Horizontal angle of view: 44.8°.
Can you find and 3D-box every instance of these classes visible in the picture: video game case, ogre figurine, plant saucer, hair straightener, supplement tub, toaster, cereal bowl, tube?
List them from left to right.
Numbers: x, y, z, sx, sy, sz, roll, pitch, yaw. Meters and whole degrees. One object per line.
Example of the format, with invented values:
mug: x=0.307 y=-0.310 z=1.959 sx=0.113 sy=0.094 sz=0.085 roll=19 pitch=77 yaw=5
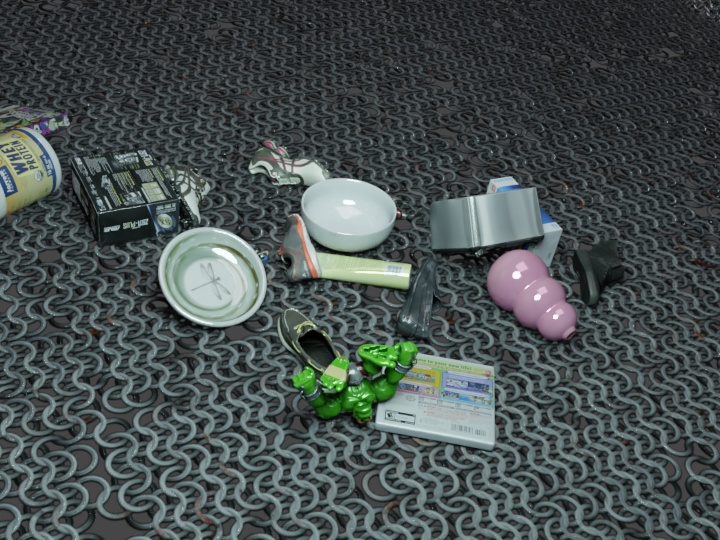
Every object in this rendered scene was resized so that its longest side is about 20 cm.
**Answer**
supplement tub: x=-0.700 y=-0.179 z=1.692 sx=0.144 sy=0.145 sz=0.200 roll=28 pitch=42 yaw=20
video game case: x=-0.757 y=-0.306 z=1.871 sx=0.200 sy=0.036 sz=0.181 roll=15 pitch=33 yaw=34
plant saucer: x=-0.273 y=0.019 z=1.595 sx=0.200 sy=0.050 sz=0.201 roll=12 pitch=58 yaw=-20
cereal bowl: x=-0.029 y=-0.102 z=1.805 sx=0.199 sy=0.083 sz=0.200 roll=7 pitch=39 yaw=-6
ogre figurine: x=-0.005 y=0.181 z=1.415 sx=0.200 sy=0.120 sz=0.098 roll=-32 pitch=55 yaw=-25
tube: x=0.000 y=0.000 z=1.721 sx=0.199 sy=0.052 sz=0.058 roll=8 pitch=-4 yaw=5
hair straightener: x=0.041 y=-0.158 z=1.922 sx=0.199 sy=0.041 sz=0.077 roll=11 pitch=39 yaw=1
video game case: x=0.131 y=0.218 z=1.501 sx=0.199 sy=0.022 sz=0.182 roll=10 pitch=39 yaw=0
toaster: x=0.256 y=-0.096 z=1.772 sx=0.180 sy=0.119 sz=0.200 roll=-11 pitch=5 yaw=-23

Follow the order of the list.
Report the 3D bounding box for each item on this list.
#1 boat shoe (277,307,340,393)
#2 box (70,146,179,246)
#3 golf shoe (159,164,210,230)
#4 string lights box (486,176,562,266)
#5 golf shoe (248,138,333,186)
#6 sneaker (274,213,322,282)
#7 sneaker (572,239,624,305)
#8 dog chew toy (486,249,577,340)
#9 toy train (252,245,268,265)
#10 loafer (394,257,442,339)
boat shoe: x=-0.086 y=0.126 z=1.530 sx=0.072 sy=0.061 sz=0.201 roll=-14 pitch=45 yaw=-27
box: x=-0.474 y=-0.152 z=1.757 sx=0.163 sy=0.086 sz=0.200 roll=-14 pitch=45 yaw=-27
golf shoe: x=-0.349 y=-0.159 z=1.805 sx=0.094 sy=0.078 sz=0.200 roll=-10 pitch=44 yaw=-24
string lights box: x=0.342 y=-0.103 z=1.878 sx=0.059 sy=0.103 sz=0.200 roll=-11 pitch=43 yaw=-24
golf shoe: x=-0.152 y=-0.214 z=1.937 sx=0.200 sy=0.077 sz=0.088 roll=25 pitch=61 yaw=21
sneaker: x=-0.136 y=-0.045 z=1.720 sx=0.082 sy=0.077 sz=0.200 roll=-21 pitch=33 yaw=-4
sneaker: x=0.505 y=0.003 z=1.820 sx=0.104 sy=0.060 sz=0.200 roll=4 pitch=36 yaw=-2
dog chew toy: x=0.335 y=0.053 z=1.678 sx=0.124 sy=0.125 sz=0.200 roll=-21 pitch=56 yaw=-34
toy train: x=-0.253 y=0.001 z=1.664 sx=0.200 sy=0.034 sz=0.046 roll=-25 pitch=64 yaw=-34
loafer: x=0.122 y=0.055 z=1.666 sx=0.070 sy=0.068 sz=0.201 roll=22 pitch=45 yaw=2
